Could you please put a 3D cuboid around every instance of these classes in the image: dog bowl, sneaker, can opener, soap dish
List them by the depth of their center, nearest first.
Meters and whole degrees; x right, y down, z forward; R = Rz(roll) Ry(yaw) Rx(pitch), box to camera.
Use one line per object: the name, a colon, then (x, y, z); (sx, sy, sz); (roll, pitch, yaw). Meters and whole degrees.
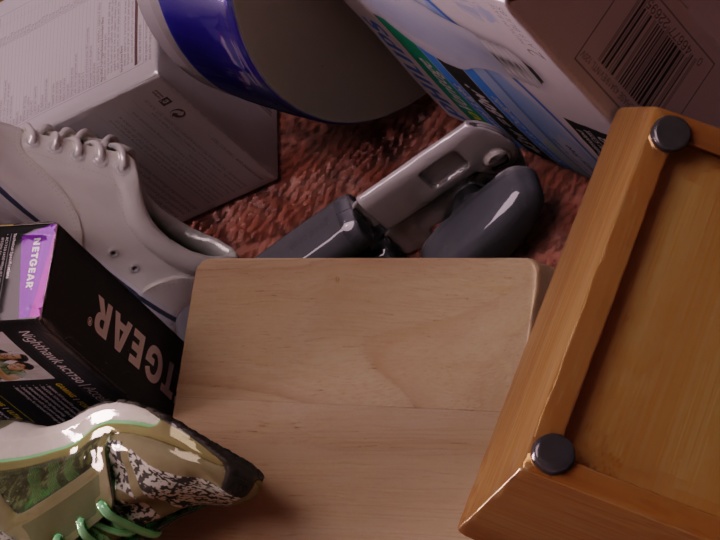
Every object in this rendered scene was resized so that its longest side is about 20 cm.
soap dish: (0.147, 0.039, 1.021); (0.157, 0.081, 0.201); (21, 70, 6)
sneaker: (-0.122, 0.114, 1.132); (0.199, 0.077, 0.089); (-10, 60, 43)
can opener: (0.000, 0.000, 1.237); (0.200, 0.053, 0.067); (-35, 44, 17)
dog bowl: (-0.017, -0.177, 1.267); (0.079, 0.200, 0.201); (22, 77, 43)
sneaker: (-0.148, -0.044, 1.290); (0.071, 0.200, 0.073); (-47, 23, 9)

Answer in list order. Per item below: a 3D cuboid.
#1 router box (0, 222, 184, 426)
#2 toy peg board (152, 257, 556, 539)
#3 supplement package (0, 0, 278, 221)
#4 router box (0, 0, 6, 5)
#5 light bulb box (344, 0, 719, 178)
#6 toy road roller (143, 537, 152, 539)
router box: (-0.165, 0.046, 1.205); (0.148, 0.200, 0.051); (-2, 64, 23)
toy peg board: (0.014, 0.102, 1.144); (0.199, 0.098, 0.200); (0, 77, 40)
supplement package: (-0.156, -0.082, 1.382); (0.199, 0.109, 0.114); (-22, 49, 26)
router box: (-0.132, -0.184, 1.404); (0.199, 0.149, 0.051); (-30, 46, 21)
light bulb box: (0.084, -0.143, 1.161); (0.200, 0.198, 0.125); (28, 80, 48)
toy road roller: (-0.190, 0.195, 1.233); (0.199, 0.146, 0.123); (-5, 49, -8)
